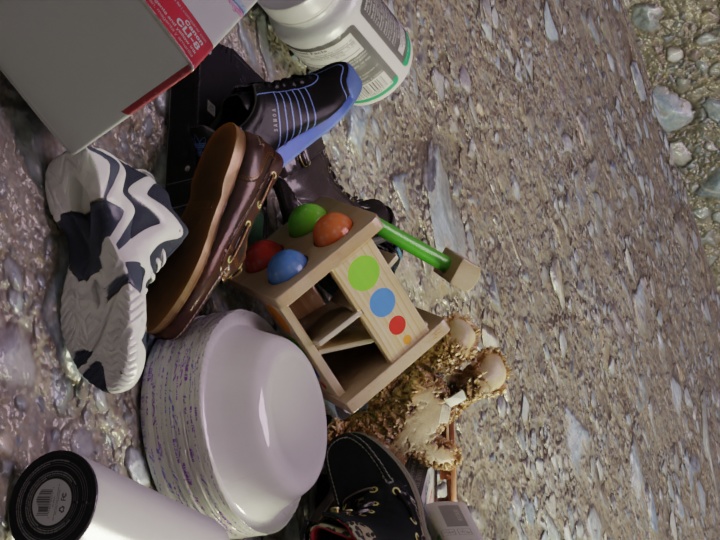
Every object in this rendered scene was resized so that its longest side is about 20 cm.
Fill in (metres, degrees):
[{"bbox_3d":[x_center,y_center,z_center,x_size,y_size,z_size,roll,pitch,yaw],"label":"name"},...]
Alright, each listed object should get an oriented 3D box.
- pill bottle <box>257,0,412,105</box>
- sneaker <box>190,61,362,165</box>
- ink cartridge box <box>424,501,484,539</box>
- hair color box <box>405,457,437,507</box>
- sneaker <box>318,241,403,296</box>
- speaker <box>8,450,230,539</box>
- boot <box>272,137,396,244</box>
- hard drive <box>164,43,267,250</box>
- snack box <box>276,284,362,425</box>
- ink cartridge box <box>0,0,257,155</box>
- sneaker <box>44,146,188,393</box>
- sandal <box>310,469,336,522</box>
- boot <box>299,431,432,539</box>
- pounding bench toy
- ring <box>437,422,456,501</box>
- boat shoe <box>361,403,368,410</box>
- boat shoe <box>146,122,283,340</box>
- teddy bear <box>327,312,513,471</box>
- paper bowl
[{"bbox_3d":[-0.031,-0.273,1.794,0.200,0.113,0.114,43,41,-55],"label":"pill bottle"},{"bbox_3d":[-0.076,-0.151,1.529,0.200,0.070,0.078,-46,119,-34],"label":"sneaker"},{"bbox_3d":[0.093,0.343,1.569,0.161,0.050,0.201,-120,-149,-72],"label":"ink cartridge box"},{"bbox_3d":[0.042,0.278,1.694,0.111,0.064,0.201,-71,164,-50],"label":"hair color box"},{"bbox_3d":[0.004,-0.007,1.722,0.073,0.082,0.200,37,10,-10],"label":"sneaker"},{"bbox_3d":[-0.180,0.204,1.268,0.200,0.081,0.082,39,44,-55],"label":"speaker"},{"bbox_3d":[-0.038,-0.100,1.650,0.200,0.069,0.175,-33,111,-59],"label":"boot"},{"bbox_3d":[-0.135,-0.120,1.577,0.140,0.038,0.201,40,43,-56],"label":"hard drive"},{"bbox_3d":[-0.029,0.112,1.713,0.200,0.037,0.117,56,31,-42],"label":"snack box"},{"bbox_3d":[-0.189,-0.219,1.322,0.145,0.145,0.200,51,31,-14],"label":"ink cartridge box"},{"bbox_3d":[-0.184,0.000,1.351,0.129,0.079,0.200,4,66,-58],"label":"sneaker"},{"bbox_3d":[-0.025,0.234,1.643,0.200,0.054,0.082,-37,132,-68],"label":"sandal"},{"bbox_3d":[-0.003,0.219,1.464,0.154,0.073,0.204,29,29,-56],"label":"boot"},{"bbox_3d":[0.000,0.000,1.546,0.200,0.124,0.156,-39,115,-15],"label":"pounding bench toy"},{"bbox_3d":[0.090,0.192,1.757,0.200,0.019,0.201,-2,90,-89],"label":"ring"},{"bbox_3d":[0.025,0.103,1.722,0.091,0.071,0.201,-88,159,-47],"label":"boat shoe"},{"bbox_3d":[-0.125,-0.026,1.432,0.070,0.070,0.201,32,78,-37],"label":"boat shoe"},{"bbox_3d":[0.055,0.130,1.607,0.145,0.200,0.067,29,7,-28],"label":"teddy bear"},{"bbox_3d":[-0.101,0.135,1.457,0.201,0.104,0.202,-11,90,-68],"label":"paper bowl"}]
